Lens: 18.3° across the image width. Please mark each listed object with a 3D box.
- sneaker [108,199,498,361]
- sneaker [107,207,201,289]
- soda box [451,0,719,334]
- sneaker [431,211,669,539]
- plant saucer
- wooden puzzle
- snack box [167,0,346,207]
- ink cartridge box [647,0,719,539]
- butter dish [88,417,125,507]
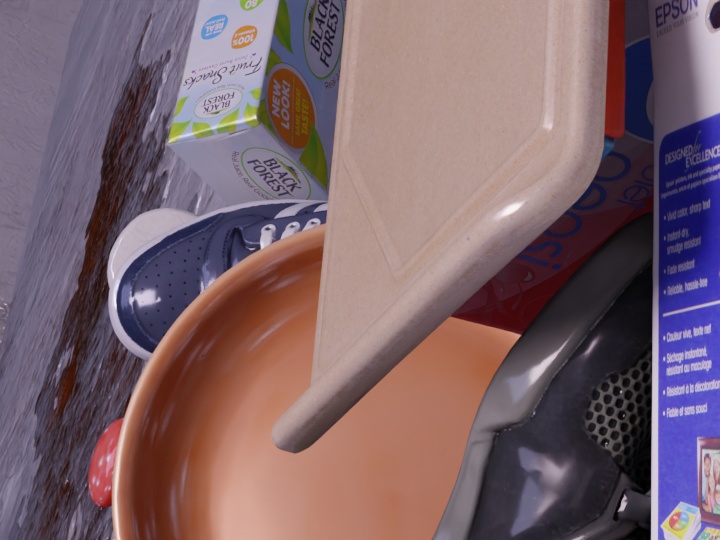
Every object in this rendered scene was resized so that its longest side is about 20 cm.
[{"bbox_3d":[0.000,0.000,0.881,0.108,0.198,0.071,148,117,-82],"label":"sneaker"},{"bbox_3d":[-0.022,0.046,1.006,0.075,0.200,0.089,-50,-10,-7],"label":"sneaker"},{"bbox_3d":[0.077,-0.056,0.633,0.200,0.069,0.064,125,155,-51],"label":"soda box"},{"bbox_3d":[0.070,0.089,0.577,0.114,0.076,0.201,32,102,35],"label":"sneaker"},{"bbox_3d":[0.012,0.080,0.795,0.037,0.198,0.202,75,-152,-72],"label":"plant saucer"},{"bbox_3d":[0.032,-0.064,0.612,0.185,0.037,0.202,134,150,-60],"label":"wooden puzzle"},{"bbox_3d":[-0.002,-0.064,1.013,0.053,0.200,0.143,-12,52,29],"label":"snack box"},{"bbox_3d":[0.101,0.022,0.503,0.099,0.039,0.202,161,110,-70],"label":"ink cartridge box"},{"bbox_3d":[-0.063,0.113,1.110,0.200,0.147,0.201,-109,38,-67],"label":"butter dish"}]
